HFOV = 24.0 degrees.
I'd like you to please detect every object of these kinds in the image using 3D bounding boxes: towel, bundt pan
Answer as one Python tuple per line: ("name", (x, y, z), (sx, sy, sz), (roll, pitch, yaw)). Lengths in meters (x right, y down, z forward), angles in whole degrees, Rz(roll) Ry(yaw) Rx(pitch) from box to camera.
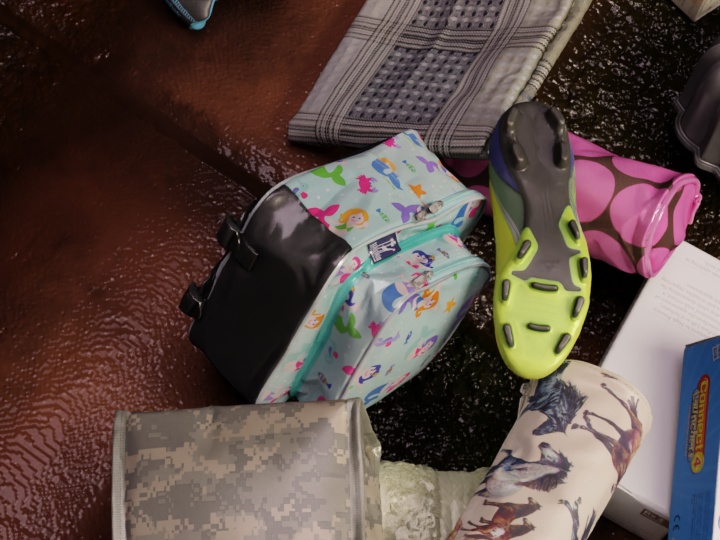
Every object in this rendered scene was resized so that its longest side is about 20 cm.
("towel", (0.071, 0.222, 1.113), (0.148, 0.036, 0.200), (3, 65, -7))
("towel", (0.062, -0.167, 1.288), (0.193, 0.035, 0.200), (9, 54, 39))
("bundt pan", (0.346, -0.130, 1.297), (0.202, 0.076, 0.202), (5, 43, -4))

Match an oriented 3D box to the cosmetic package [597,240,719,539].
("cosmetic package", (0.219, 0.085, 1.223), (0.102, 0.074, 0.200), (30, 67, 8))

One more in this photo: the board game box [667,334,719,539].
("board game box", (0.310, 0.163, 1.159), (0.196, 0.056, 0.200), (15, 71, -20))

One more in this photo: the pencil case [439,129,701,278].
("pencil case", (0.153, -0.066, 1.243), (0.200, 0.091, 0.094), (28, 30, 32))

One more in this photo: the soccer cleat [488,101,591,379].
("soccer cleat", (0.119, -0.017, 1.151), (0.065, 0.084, 0.200), (1, 68, -2))

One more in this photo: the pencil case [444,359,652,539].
("pencil case", (0.108, 0.150, 1.089), (0.089, 0.078, 0.200), (21, 57, 23))

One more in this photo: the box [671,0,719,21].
("box", (0.250, -0.316, 1.409), (0.095, 0.078, 0.200), (-37, 74, -22))

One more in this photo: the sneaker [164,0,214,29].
("sneaker", (-0.074, -0.262, 1.361), (0.200, 0.073, 0.082), (-27, 87, -12))

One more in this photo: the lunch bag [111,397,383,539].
("lunch bag", (-0.067, 0.191, 1.054), (0.164, 0.118, 0.200), (-4, 65, 7))

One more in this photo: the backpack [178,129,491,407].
("backpack", (0.000, 0.000, 1.172), (0.151, 0.178, 0.200), (40, 42, 12))
